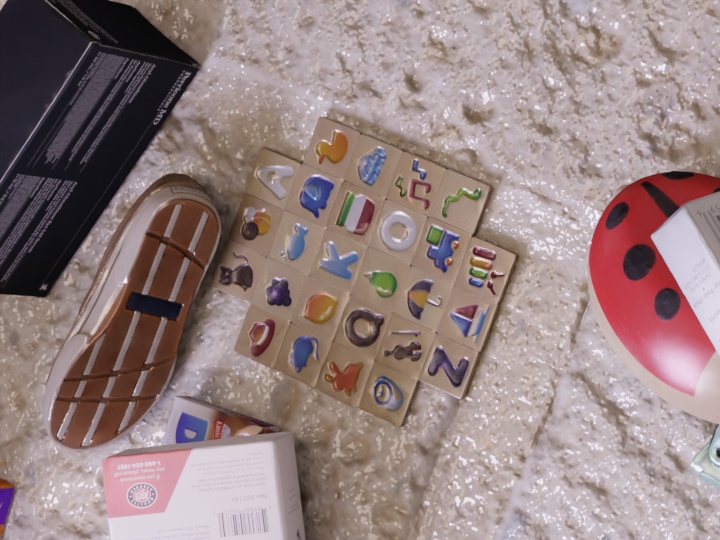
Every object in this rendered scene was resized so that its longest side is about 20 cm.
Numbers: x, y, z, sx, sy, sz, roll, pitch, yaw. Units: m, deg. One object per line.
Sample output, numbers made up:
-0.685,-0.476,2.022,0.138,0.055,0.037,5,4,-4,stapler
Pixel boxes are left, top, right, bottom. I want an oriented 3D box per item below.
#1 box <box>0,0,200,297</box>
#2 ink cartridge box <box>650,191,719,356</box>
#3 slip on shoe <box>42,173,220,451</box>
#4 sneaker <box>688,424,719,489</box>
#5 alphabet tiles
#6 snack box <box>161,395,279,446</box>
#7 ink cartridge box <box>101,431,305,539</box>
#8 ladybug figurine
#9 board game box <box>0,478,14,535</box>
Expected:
-0.217,-0.083,1.753,0.079,0.141,0.200,42,105,24,box
0.284,0.020,1.478,0.174,0.199,0.044,62,145,15,ink cartridge box
-0.156,0.026,1.765,0.201,0.076,0.061,-66,25,17,slip on shoe
0.248,0.154,1.548,0.118,0.074,0.201,8,81,20,sneaker
0.000,0.000,1.717,0.199,0.006,0.167,23,98,25,alphabet tiles
-0.114,0.189,1.751,0.072,0.024,0.201,17,95,23,snack box
-0.092,0.210,1.695,0.116,0.067,0.201,-6,90,9,ink cartridge box
0.206,0.007,1.549,0.136,0.072,0.200,-35,51,-10,ladybug figurine
-0.392,0.208,1.789,0.199,0.200,0.201,20,97,25,board game box
